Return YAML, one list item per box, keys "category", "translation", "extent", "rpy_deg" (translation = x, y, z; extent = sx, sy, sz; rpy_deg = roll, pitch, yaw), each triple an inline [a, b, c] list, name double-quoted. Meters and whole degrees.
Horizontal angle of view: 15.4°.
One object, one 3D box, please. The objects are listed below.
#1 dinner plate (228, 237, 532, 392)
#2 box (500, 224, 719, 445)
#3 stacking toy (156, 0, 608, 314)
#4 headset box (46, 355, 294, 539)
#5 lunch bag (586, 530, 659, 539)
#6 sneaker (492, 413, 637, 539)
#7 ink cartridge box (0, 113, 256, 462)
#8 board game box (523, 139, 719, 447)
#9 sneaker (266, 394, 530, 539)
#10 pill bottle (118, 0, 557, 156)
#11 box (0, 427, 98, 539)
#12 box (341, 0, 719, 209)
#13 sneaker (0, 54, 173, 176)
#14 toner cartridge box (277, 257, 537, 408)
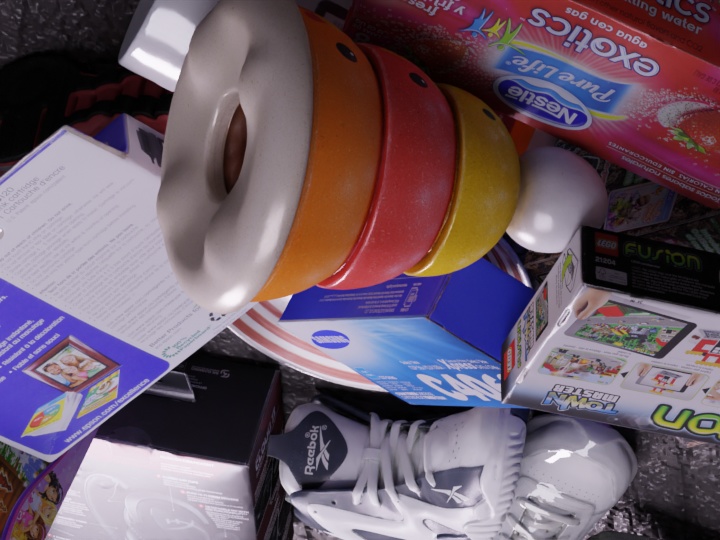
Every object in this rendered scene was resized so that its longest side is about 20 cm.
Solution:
- category: "dinner plate"
  translation: [0.000, 0.000, 1.475]
  extent: [0.200, 0.024, 0.200]
  rpy_deg: [12, 143, 9]
- category: "box"
  translation: [0.177, 0.040, 1.251]
  extent: [0.200, 0.035, 0.110]
  rpy_deg: [12, 145, -14]
- category: "stacking toy"
  translation: [0.020, -0.044, 1.199]
  extent: [0.200, 0.146, 0.146]
  rpy_deg: [8, 148, -25]
- category: "headset box"
  translation: [-0.124, 0.122, 1.636]
  extent: [0.148, 0.077, 0.200]
  rpy_deg: [9, 142, 10]
- category: "lunch bag"
  translation: [0.203, 0.260, 1.593]
  extent: [0.200, 0.164, 0.118]
  rpy_deg: [22, 143, -19]
- category: "sneaker"
  translation: [0.105, 0.158, 1.573]
  extent: [0.075, 0.100, 0.200]
  rpy_deg: [22, 142, -5]
- category: "ink cartridge box"
  translation: [-0.158, 0.005, 1.366]
  extent: [0.198, 0.043, 0.200]
  rpy_deg: [-37, 144, 19]
- category: "board game box"
  translation: [0.211, -0.012, 1.314]
  extent: [0.200, 0.097, 0.159]
  rpy_deg: [-15, 133, 36]
- category: "sneaker"
  translation: [0.014, 0.113, 1.559]
  extent: [0.129, 0.080, 0.199]
  rpy_deg: [18, 159, -10]
- category: "pill bottle"
  translation: [-0.008, -0.097, 1.282]
  extent: [0.200, 0.110, 0.110]
  rpy_deg: [26, 142, -11]
- category: "box"
  translation: [-0.202, 0.061, 1.485]
  extent: [0.039, 0.200, 0.137]
  rpy_deg: [-3, 140, 36]
- category: "box"
  translation: [0.105, -0.125, 1.209]
  extent: [0.200, 0.100, 0.096]
  rpy_deg: [23, 145, -8]
- category: "sneaker"
  translation: [-0.127, -0.065, 1.401]
  extent: [0.200, 0.074, 0.087]
  rpy_deg: [-7, 139, 28]
- category: "toner cartridge box"
  translation: [0.039, 0.031, 1.378]
  extent: [0.095, 0.043, 0.200]
  rpy_deg: [33, 166, -18]
